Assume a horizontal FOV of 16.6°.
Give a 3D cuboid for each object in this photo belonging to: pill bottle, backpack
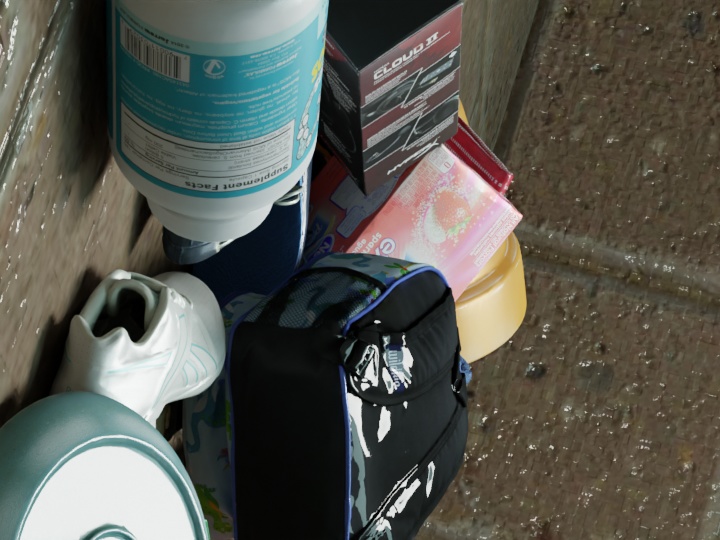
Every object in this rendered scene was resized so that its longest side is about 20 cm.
[{"bbox_3d":[-0.074,-0.103,1.245,0.200,0.110,0.111,97,10,-52],"label":"pill bottle"},{"bbox_3d":[-0.021,0.081,1.537,0.200,0.146,0.184,-39,130,-58],"label":"backpack"}]

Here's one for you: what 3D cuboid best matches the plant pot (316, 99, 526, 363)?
[{"bbox_3d":[0.024,-0.044,1.935,0.200,0.199,0.184,-65,152,-56],"label":"plant pot"}]

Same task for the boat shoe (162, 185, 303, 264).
[{"bbox_3d":[-0.071,-0.065,1.505,0.200,0.074,0.062,-60,163,-60],"label":"boat shoe"}]

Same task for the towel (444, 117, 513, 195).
[{"bbox_3d":[0.027,-0.015,1.785,0.200,0.022,0.145,-56,-151,11],"label":"towel"}]

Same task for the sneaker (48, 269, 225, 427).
[{"bbox_3d":[-0.117,0.034,1.370,0.200,0.070,0.081,-58,159,-66],"label":"sneaker"}]

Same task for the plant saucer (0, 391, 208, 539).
[{"bbox_3d":[-0.135,0.162,1.251,0.200,0.027,0.201,6,83,-55],"label":"plant saucer"}]

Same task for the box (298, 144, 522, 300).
[{"bbox_3d":[0.000,0.000,1.676,0.200,0.095,0.103,-51,-149,-1],"label":"box"}]

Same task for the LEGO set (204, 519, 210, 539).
[{"bbox_3d":[-0.150,0.231,1.392,0.154,0.115,0.201,-67,154,-50],"label":"LEGO set"}]

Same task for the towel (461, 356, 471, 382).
[{"bbox_3d":[-0.016,0.113,1.874,0.200,0.112,0.049,-45,-157,16],"label":"towel"}]

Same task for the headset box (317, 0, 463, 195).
[{"bbox_3d":[-0.013,-0.153,1.424,0.077,0.149,0.200,-34,162,-12],"label":"headset box"}]

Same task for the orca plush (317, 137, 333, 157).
[{"bbox_3d":[-0.034,-0.127,1.751,0.200,0.071,0.106,71,5,-64],"label":"orca plush"}]

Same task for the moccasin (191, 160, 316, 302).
[{"bbox_3d":[-0.058,-0.049,1.625,0.068,0.080,0.201,-11,117,-82],"label":"moccasin"}]

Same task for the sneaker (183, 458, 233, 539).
[{"bbox_3d":[-0.098,0.168,1.724,0.200,0.070,0.076,-51,127,-77],"label":"sneaker"}]

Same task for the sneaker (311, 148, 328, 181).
[{"bbox_3d":[-0.063,-0.005,1.768,0.112,0.077,0.201,86,10,-56],"label":"sneaker"}]

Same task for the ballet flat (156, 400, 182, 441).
[{"bbox_3d":[-0.111,0.075,1.557,0.200,0.057,0.067,-38,143,-78],"label":"ballet flat"}]
